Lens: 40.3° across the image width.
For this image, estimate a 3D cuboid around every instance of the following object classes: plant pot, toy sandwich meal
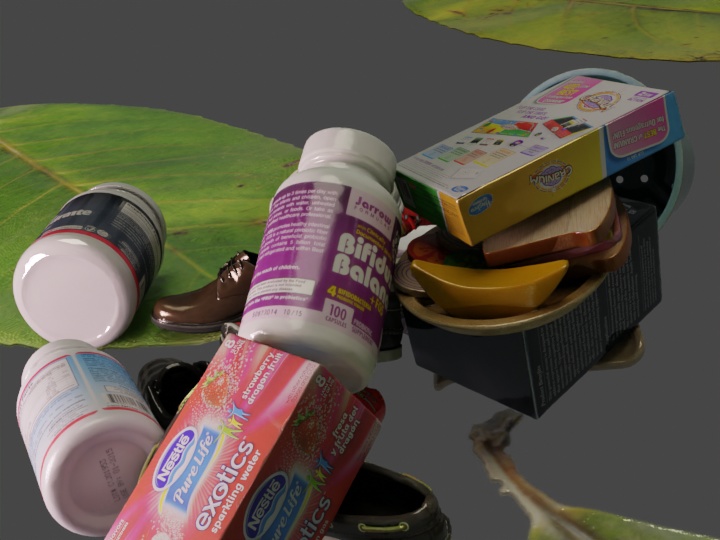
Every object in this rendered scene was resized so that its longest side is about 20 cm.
[{"bbox_3d":[0.280,-0.117,1.098,0.198,0.203,0.195,6,9,30],"label":"plant pot"},{"bbox_3d":[0.119,-0.024,0.802,0.202,0.071,0.206,-11,31,7],"label":"toy sandwich meal"}]

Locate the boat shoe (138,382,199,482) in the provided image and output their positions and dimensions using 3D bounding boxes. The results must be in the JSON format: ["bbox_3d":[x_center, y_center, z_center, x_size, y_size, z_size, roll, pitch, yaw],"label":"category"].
[{"bbox_3d":[-0.112,0.116,0.802,0.059,0.072,0.201,-14,37,52],"label":"boat shoe"}]

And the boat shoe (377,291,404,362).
[{"bbox_3d":[-0.030,0.027,0.932,0.071,0.069,0.199,-13,20,-36],"label":"boat shoe"}]

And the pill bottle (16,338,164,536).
[{"bbox_3d":[-0.242,0.136,0.866,0.108,0.110,0.200,-19,26,-20],"label":"pill bottle"}]

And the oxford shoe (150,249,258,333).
[{"bbox_3d":[-0.144,0.016,1.115,0.197,0.085,0.073,-14,27,-6],"label":"oxford shoe"}]

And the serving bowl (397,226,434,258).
[{"bbox_3d":[0.074,-0.032,1.106,0.197,0.067,0.201,-1,24,0],"label":"serving bowl"}]

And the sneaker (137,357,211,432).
[{"bbox_3d":[-0.164,0.114,0.908,0.073,0.088,0.200,-19,26,-19],"label":"sneaker"}]

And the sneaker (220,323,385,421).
[{"bbox_3d":[-0.057,0.104,0.910,0.084,0.078,0.199,-16,33,-41],"label":"sneaker"}]

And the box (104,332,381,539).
[{"bbox_3d":[-0.085,0.158,0.679,0.099,0.096,0.201,13,66,41],"label":"box"}]

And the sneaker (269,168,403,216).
[{"bbox_3d":[-0.021,-0.067,0.934,0.080,0.089,0.200,-3,27,27],"label":"sneaker"}]

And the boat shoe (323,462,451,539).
[{"bbox_3d":[-0.019,0.171,0.749,0.199,0.061,0.072,10,34,36],"label":"boat shoe"}]

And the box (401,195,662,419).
[{"bbox_3d":[0.157,0.016,0.896,0.199,0.108,0.148,-35,36,-30],"label":"box"}]

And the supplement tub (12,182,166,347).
[{"bbox_3d":[-0.312,-0.011,1.163,0.138,0.142,0.201,-6,25,6],"label":"supplement tub"}]

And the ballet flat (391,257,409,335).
[{"bbox_3d":[0.000,0.000,1.000,0.199,0.073,0.072,25,37,19],"label":"ballet flat"}]

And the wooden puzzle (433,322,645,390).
[{"bbox_3d":[0.171,0.058,0.979,0.197,0.038,0.186,-10,25,10],"label":"wooden puzzle"}]

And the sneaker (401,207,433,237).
[{"bbox_3d":[0.056,-0.062,1.034,0.197,0.078,0.085,2,44,20],"label":"sneaker"}]

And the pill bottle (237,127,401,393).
[{"bbox_3d":[-0.026,-0.011,0.795,0.111,0.113,0.202,0,61,20],"label":"pill bottle"}]

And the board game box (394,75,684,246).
[{"bbox_3d":[0.141,-0.098,0.817,0.198,0.041,0.153,-27,22,-9],"label":"board game box"}]
